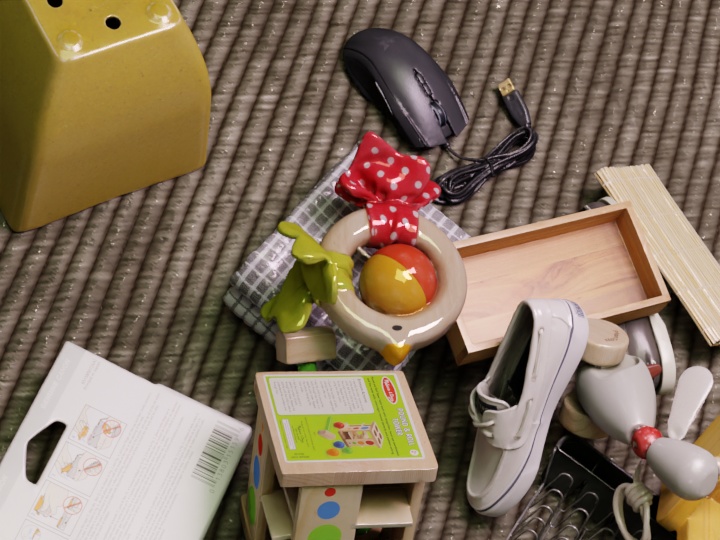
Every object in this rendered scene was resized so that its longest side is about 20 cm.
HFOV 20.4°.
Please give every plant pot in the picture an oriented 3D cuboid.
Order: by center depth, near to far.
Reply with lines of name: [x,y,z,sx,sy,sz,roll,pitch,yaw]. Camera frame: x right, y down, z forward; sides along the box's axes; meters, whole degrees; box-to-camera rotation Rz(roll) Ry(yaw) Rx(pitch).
plant pot: [-0.242,-0.187,1.722,0.195,0.200,0.195,-22,70,-24]

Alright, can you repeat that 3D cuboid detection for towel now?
towel: [0.000,0.000,1.754,0.165,0.086,0.200,37,59,5]

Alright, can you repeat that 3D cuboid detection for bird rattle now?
bird rattle: [0.014,-0.006,1.663,0.163,0.113,0.200,43,50,9]

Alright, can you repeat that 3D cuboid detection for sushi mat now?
sushi mat: [0.298,-0.016,1.865,0.095,0.012,0.200,-9,62,-52]

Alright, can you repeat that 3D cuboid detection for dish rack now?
dish rack: [0.186,0.248,1.668,0.153,0.055,0.200,36,43,5]

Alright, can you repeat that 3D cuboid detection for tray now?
tray: [0.160,0.010,1.738,0.199,0.037,0.099,-13,71,-22]

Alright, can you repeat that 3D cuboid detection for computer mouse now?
computer mouse: [0.083,-0.169,1.889,0.140,0.046,0.200,-25,72,-24]

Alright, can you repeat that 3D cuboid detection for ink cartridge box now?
ink cartridge box: [-0.205,0.180,1.627,0.173,0.044,0.201,25,59,0]

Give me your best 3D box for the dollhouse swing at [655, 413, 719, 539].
dollhouse swing: [0.367,0.225,1.651,0.200,0.176,0.182,38,101,-8]

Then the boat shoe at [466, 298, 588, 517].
boat shoe: [0.124,0.114,1.675,0.065,0.201,0.072,10,25,-33]

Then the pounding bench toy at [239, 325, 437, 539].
pounding bench toy: [-0.030,0.159,1.633,0.124,0.157,0.200,-1,35,-15]

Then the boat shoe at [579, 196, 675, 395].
boat shoe: [0.227,0.023,1.811,0.060,0.072,0.202,-9,60,-11]

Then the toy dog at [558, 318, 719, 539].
toy dog: [0.246,0.123,1.674,0.096,0.132,0.201,-7,52,-27]
